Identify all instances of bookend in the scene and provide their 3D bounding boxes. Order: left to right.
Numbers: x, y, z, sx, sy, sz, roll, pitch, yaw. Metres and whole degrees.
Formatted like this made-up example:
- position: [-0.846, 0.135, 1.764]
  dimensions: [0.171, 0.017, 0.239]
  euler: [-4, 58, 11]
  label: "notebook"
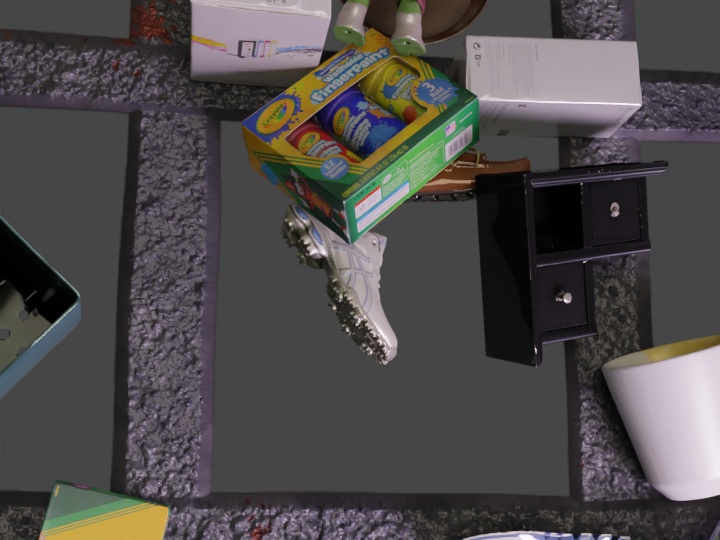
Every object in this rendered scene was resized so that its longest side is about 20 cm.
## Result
- position: [0.234, -0.013, 1.259]
  dimensions: [0.197, 0.092, 0.202]
  euler: [-6, 96, -28]
  label: "bookend"

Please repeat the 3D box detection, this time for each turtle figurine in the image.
- position: [0.037, -0.332, 1.271]
  dimensions: [0.143, 0.200, 0.196]
  euler: [17, 79, -28]
  label: "turtle figurine"

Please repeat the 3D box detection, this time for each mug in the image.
- position: [0.367, 0.155, 1.239]
  dimensions: [0.185, 0.149, 0.154]
  euler: [-14, 88, -5]
  label: "mug"

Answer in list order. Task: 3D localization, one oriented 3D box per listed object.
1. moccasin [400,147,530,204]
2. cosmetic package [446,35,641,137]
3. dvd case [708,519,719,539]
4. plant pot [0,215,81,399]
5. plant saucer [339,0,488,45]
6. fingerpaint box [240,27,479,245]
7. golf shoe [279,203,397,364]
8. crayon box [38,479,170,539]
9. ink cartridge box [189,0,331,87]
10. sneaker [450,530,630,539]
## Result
- position: [0.091, -0.115, 1.294]
  dimensions: [0.200, 0.074, 0.078]
  euler: [-4, 86, 1]
  label: "moccasin"
- position: [0.204, -0.206, 1.308]
  dimensions: [0.198, 0.113, 0.082]
  euler: [1, 77, -6]
  label: "cosmetic package"
- position: [0.421, 0.319, 1.196]
  dimensions: [0.143, 0.018, 0.200]
  euler: [47, 32, 11]
  label: "dvd case"
- position: [-0.361, 0.047, 1.119]
  dimensions: [0.141, 0.200, 0.141]
  euler: [44, 74, 3]
  label: "plant pot"
- position: [0.057, -0.353, 1.357]
  dimensions: [0.198, 0.034, 0.202]
  euler: [2, 78, -9]
  label: "plant saucer"
- position: [0.001, -0.149, 1.238]
  dimensions: [0.200, 0.074, 0.167]
  euler: [-38, 58, -21]
  label: "fingerpaint box"
- position: [0.000, 0.000, 1.251]
  dimensions: [0.097, 0.078, 0.201]
  euler: [-29, 84, -20]
  label: "golf shoe"
- position: [-0.269, 0.320, 1.145]
  dimensions: [0.118, 0.058, 0.202]
  euler: [13, 76, -5]
  label: "crayon box"
- position: [-0.109, -0.302, 1.234]
  dimensions: [0.143, 0.200, 0.149]
  euler: [3, 77, -8]
  label: "ink cartridge box"
- position: [0.189, 0.330, 1.201]
  dimensions: [0.198, 0.081, 0.116]
  euler: [3, 75, -10]
  label: "sneaker"
